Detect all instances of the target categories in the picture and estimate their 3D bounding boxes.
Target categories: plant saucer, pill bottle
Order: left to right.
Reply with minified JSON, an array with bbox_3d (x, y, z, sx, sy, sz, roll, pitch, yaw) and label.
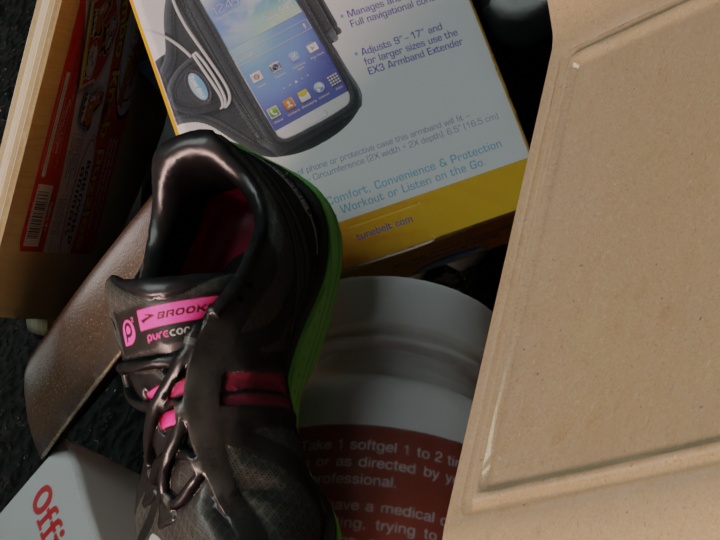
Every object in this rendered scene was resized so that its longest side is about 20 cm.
[{"bbox_3d":[-0.079,-0.009,0.949,0.200,0.032,0.200,-51,1,1],"label":"plant saucer"},{"bbox_3d":[0.002,0.108,0.772,0.112,0.112,0.201,-23,47,41],"label":"pill bottle"}]

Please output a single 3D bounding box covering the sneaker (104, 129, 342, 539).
[{"bbox_3d":[-0.052,0.042,0.719,0.076,0.084,0.201,-21,50,24],"label":"sneaker"}]

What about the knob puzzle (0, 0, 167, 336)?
[{"bbox_3d":[-0.119,-0.071,0.963,0.030,0.220,0.221,14,70,9],"label":"knob puzzle"}]

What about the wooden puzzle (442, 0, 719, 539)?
[{"bbox_3d":[0.098,-0.012,0.590,0.185,0.037,0.201,-21,54,54],"label":"wooden puzzle"}]

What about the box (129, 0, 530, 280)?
[{"bbox_3d":[-0.020,-0.090,0.851,0.119,0.042,0.201,-18,72,-5],"label":"box"}]

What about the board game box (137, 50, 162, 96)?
[{"bbox_3d":[0.001,-0.163,1.000,0.151,0.037,0.200,-21,29,42],"label":"board game box"}]

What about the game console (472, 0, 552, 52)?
[{"bbox_3d":[0.130,-0.186,0.873,0.199,0.116,0.177,-21,76,18],"label":"game console"}]

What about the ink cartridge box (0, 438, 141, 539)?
[{"bbox_3d":[-0.131,0.190,0.904,0.200,0.084,0.146,-49,35,14],"label":"ink cartridge box"}]

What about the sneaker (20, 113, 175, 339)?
[{"bbox_3d":[-0.134,-0.062,1.113,0.112,0.073,0.201,-22,48,43],"label":"sneaker"}]

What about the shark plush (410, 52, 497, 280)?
[{"bbox_3d":[0.000,0.000,0.935,0.083,0.091,0.201,-88,20,-68],"label":"shark plush"}]
